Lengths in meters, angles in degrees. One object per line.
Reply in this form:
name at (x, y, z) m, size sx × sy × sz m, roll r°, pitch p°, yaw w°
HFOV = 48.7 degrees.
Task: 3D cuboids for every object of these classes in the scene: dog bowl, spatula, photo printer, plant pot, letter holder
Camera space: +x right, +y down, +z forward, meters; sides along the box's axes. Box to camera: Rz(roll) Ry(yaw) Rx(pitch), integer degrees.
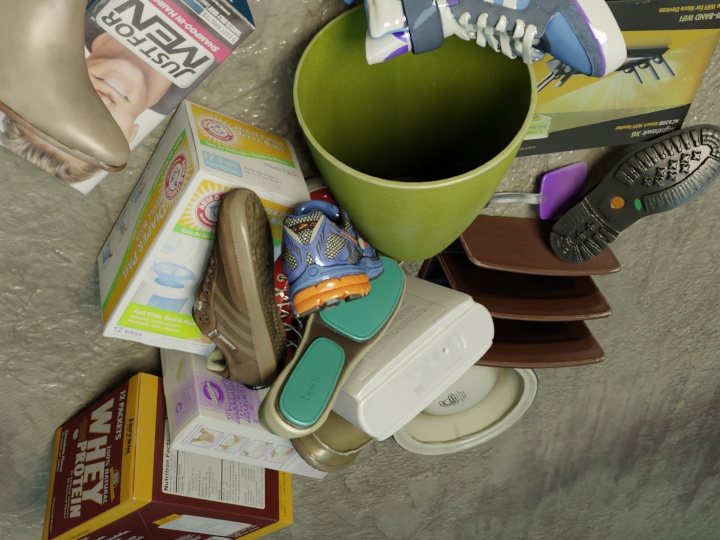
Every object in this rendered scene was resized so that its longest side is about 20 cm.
dog bowl at (0.124, 0.152, 1.033) m, size 0.198 × 0.074 × 0.201 m, roll -12°, pitch 137°, yaw -11°
spatula at (0.152, -0.075, 0.849) m, size 0.198 × 0.021 × 0.057 m, roll -9°, pitch 119°, yaw -9°
photo printer at (0.014, 0.073, 0.807) m, size 0.166 × 0.200 × 0.070 m, roll -38°, pitch 117°, yaw -20°
plant pot at (0.045, -0.094, 0.690) m, size 0.186 × 0.188 × 0.200 m, roll -16°, pitch 152°, yaw -6°
letter holder at (0.187, 0.025, 0.877) m, size 0.198 × 0.143 × 0.101 m, roll 2°, pitch 133°, yaw -23°

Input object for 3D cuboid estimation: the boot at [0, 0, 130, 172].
boot at (-0.200, -0.179, 0.508) m, size 0.199 × 0.070 × 0.147 m, roll 37°, pitch 107°, yaw -4°

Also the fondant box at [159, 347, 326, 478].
fondant box at (-0.115, 0.135, 0.866) m, size 0.199 × 0.145 × 0.058 m, roll 22°, pitch 124°, yaw -37°

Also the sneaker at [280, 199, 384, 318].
sneaker at (-0.024, -0.020, 0.646) m, size 0.075 × 0.200 × 0.079 m, roll -16°, pitch 96°, yaw 1°

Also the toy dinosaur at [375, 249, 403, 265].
toy dinosaur at (0.000, 0.000, 0.797) m, size 0.200 × 0.101 × 0.058 m, roll -41°, pitch 116°, yaw -16°

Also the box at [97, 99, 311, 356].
box at (-0.146, -0.033, 0.715) m, size 0.112 × 0.102 × 0.200 m, roll 17°, pitch 126°, yaw -35°

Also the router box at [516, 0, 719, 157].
router box at (0.225, -0.191, 0.740) m, size 0.198 × 0.052 × 0.158 m, roll -9°, pitch 137°, yaw -13°

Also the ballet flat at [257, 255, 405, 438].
ballet flat at (-0.026, 0.067, 0.708) m, size 0.200 × 0.069 × 0.070 m, roll -52°, pitch 152°, yaw -34°

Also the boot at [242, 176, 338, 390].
boot at (-0.063, 0.020, 0.771) m, size 0.072 × 0.145 × 0.200 m, roll 18°, pitch 124°, yaw -33°

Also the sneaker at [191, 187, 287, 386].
sneaker at (-0.109, 0.024, 0.661) m, size 0.075 × 0.071 × 0.201 m, roll 1°, pitch 128°, yaw 6°

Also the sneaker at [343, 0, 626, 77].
sneaker at (0.077, -0.181, 0.589) m, size 0.146 × 0.200 × 0.081 m, roll -41°, pitch 169°, yaw 1°

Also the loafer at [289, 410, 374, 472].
loafer at (-0.002, 0.149, 0.851) m, size 0.068 × 0.076 × 0.200 m, roll -57°, pitch 162°, yaw 26°

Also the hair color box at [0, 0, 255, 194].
hair color box at (-0.185, -0.159, 0.602) m, size 0.200 × 0.061 × 0.100 m, roll -38°, pitch 134°, yaw 19°

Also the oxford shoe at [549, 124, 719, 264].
oxford shoe at (0.287, -0.088, 0.827) m, size 0.199 × 0.073 × 0.084 m, roll -34°, pitch -178°, yaw 30°

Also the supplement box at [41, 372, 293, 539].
supplement box at (-0.215, 0.232, 0.898) m, size 0.199 × 0.134 × 0.197 m, roll 24°, pitch 138°, yaw -38°
